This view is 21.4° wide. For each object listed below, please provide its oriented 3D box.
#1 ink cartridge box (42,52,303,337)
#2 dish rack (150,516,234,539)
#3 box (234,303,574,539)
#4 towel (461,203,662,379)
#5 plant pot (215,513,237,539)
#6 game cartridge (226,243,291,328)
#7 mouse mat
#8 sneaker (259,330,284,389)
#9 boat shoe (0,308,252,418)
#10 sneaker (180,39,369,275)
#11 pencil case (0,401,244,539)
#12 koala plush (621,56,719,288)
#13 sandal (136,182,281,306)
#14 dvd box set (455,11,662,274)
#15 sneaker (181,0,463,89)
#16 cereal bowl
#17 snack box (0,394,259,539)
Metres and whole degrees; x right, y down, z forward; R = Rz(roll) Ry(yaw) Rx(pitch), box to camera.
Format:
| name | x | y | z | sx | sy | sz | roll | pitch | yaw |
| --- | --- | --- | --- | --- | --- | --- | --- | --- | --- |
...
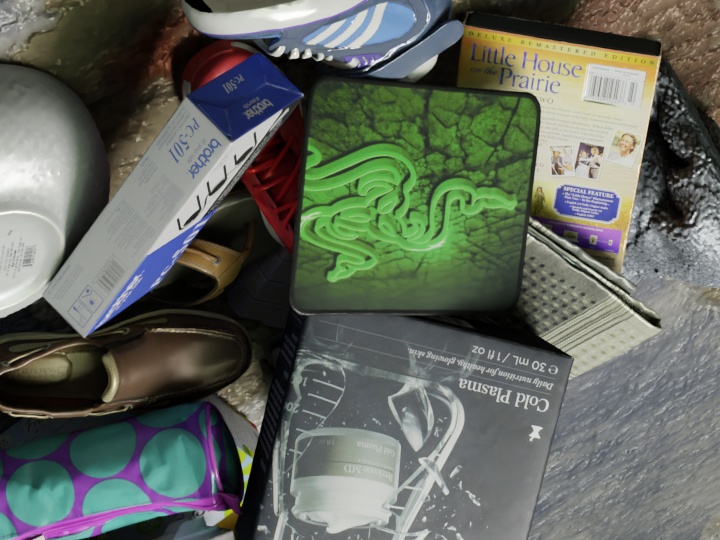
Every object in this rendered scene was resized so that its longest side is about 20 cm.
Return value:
| name | x | y | z | sx | sy | sz | roll | pitch | yaw |
| --- | --- | --- | --- | --- | --- | --- | --- | --- | --- |
| ink cartridge box | -0.123 | -0.047 | 1.239 | 0.200 | 0.044 | 0.094 | -49 | 175 | 36 |
| dish rack | -0.175 | 0.227 | 1.468 | 0.171 | 0.044 | 0.200 | -17 | 175 | -11 |
| box | 0.029 | 0.127 | 1.393 | 0.199 | 0.124 | 0.198 | 13 | 94 | -8 |
| towel | 0.105 | 0.026 | 1.467 | 0.192 | 0.035 | 0.200 | 35 | 138 | -22 |
| plant pot | -0.048 | 0.269 | 1.685 | 0.199 | 0.201 | 0.177 | -29 | 157 | -5 |
| game cartridge | 0.000 | 0.000 | 1.521 | 0.199 | 0.038 | 0.130 | 14 | 129 | -46 |
| mouse mat | 0.041 | -0.048 | 1.314 | 0.199 | 0.008 | 0.162 | 1 | 99 | -33 |
| sneaker | -0.043 | 0.090 | 1.548 | 0.076 | 0.092 | 0.200 | -39 | 178 | -14 |
| boat shoe | -0.176 | 0.076 | 1.382 | 0.201 | 0.075 | 0.075 | -9 | 102 | -6 |
| sneaker | -0.044 | -0.065 | 1.311 | 0.078 | 0.116 | 0.200 | -39 | 132 | -3 |
| pencil case | -0.188 | 0.158 | 1.395 | 0.199 | 0.093 | 0.085 | -15 | 137 | 4 |
| koala plush | 0.208 | -0.035 | 1.537 | 0.199 | 0.185 | 0.177 | -29 | 146 | 17 |
| sandal | -0.131 | -0.005 | 1.392 | 0.199 | 0.055 | 0.082 | -18 | 143 | -21 |
| dvd box set | 0.136 | -0.086 | 1.418 | 0.145 | 0.029 | 0.201 | 9 | 122 | 7 |
| sneaker | -0.026 | -0.151 | 1.275 | 0.199 | 0.081 | 0.147 | -22 | 140 | -24 |
| cereal bowl | -0.251 | -0.033 | 1.244 | 0.199 | 0.083 | 0.201 | -20 | 142 | -16 |
| snack box | -0.184 | 0.157 | 1.535 | 0.168 | 0.068 | 0.200 | -35 | 146 | 7 |
